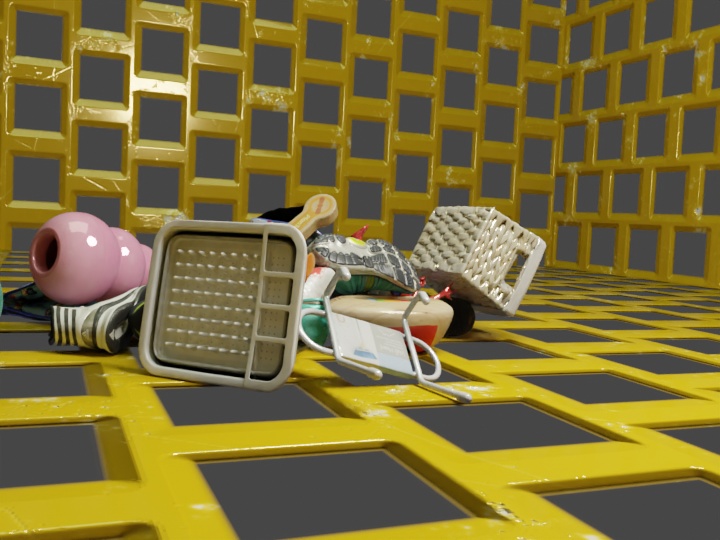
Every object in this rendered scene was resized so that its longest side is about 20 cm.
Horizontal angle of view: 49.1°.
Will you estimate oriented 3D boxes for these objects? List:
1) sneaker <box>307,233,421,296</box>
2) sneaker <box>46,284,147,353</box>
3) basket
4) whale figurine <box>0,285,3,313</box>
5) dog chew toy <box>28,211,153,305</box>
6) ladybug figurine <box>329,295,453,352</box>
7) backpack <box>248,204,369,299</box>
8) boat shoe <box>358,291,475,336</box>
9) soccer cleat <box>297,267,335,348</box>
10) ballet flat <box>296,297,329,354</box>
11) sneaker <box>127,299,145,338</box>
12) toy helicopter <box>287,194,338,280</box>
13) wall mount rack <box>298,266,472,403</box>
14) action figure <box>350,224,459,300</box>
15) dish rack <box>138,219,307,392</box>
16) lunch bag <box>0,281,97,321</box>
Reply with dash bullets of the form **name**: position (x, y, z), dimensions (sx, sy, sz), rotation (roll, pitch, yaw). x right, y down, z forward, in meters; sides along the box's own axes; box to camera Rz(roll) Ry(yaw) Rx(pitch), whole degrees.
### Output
- **sneaker**: position (0.000, 0.000, 1.149), dimensions (0.196, 0.080, 0.079), rotation (13, 43, -29)
- **sneaker**: position (-0.346, 0.057, 1.046), dimensions (0.112, 0.078, 0.201), rotation (5, 6, 4)
- **basket**: position (0.181, -0.020, 1.286), dimensions (0.122, 0.138, 0.199), rotation (31, -9, -23)
- **whale figurine**: position (-0.496, 0.062, 0.888), dimensions (0.155, 0.106, 0.201), rotation (4, 29, 21)
- **dog chew toy**: position (-0.363, -0.008, 1.113), dimensions (0.122, 0.128, 0.199), rotation (5, -6, 31)
- **ladybug figurine**: position (0.036, 0.075, 1.103), dimensions (0.195, 0.074, 0.135), rotation (2, 3, -17)
- **backpack**: position (-0.109, 0.000, 1.244), dimensions (0.188, 0.156, 0.201), rotation (20, -22, 41)
- **boat shoe**: position (0.091, 0.070, 1.305), dimensions (0.195, 0.078, 0.074), rotation (12, -1, 6)
- **soccer cleat**: position (-0.084, 0.060, 1.012), dimensions (0.084, 0.070, 0.199), rotation (18, 36, 34)
- **ballet flat**: position (-0.130, 0.072, 0.910), dimensions (0.194, 0.072, 0.068), rotation (-2, -23, 8)
- **sneaker**: position (-0.255, 0.070, 1.075), dimensions (0.079, 0.076, 0.199), rotation (-6, -6, 22)
- **toy helicopter**: position (-0.098, -0.028, 1.019), dimensions (0.131, 0.080, 0.200), rotation (31, 63, 35)
- **wall mount rack**: position (0.031, 0.082, 0.854), dimensions (0.196, 0.075, 0.176), rotation (17, 35, -28)
- **action figure**: position (0.074, 0.009, 1.233), dimensions (0.098, 0.202, 0.065), rotation (-32, -4, -12)
- **dish rack**: position (-0.145, 0.036, 0.859), dimensions (0.195, 0.177, 0.043), rotation (4, -6, 23)
- **lunch bag**: position (-0.463, 0.038, 1.251), dimensions (0.195, 0.097, 0.150), rotation (-6, 2, 25)
